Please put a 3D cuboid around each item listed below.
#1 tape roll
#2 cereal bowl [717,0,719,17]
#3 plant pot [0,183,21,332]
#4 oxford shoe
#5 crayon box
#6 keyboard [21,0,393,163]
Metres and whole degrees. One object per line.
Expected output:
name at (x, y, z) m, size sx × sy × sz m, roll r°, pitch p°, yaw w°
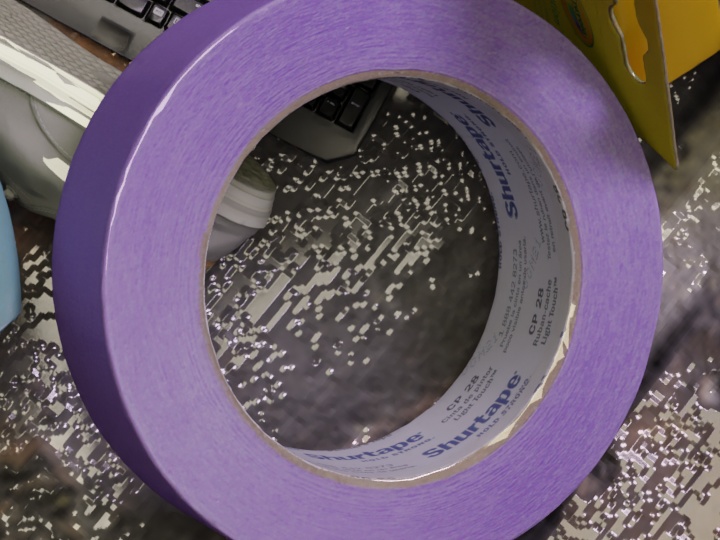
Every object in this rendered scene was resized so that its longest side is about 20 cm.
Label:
tape roll at (0.000, 0.000, 0.912) m, size 0.199 × 0.066 × 0.201 m, roll -3°, pitch 97°, yaw -22°
cereal bowl at (0.191, -0.145, 0.984) m, size 0.199 × 0.083 × 0.201 m, roll 2°, pitch 74°, yaw -8°
plant pot at (-0.207, -0.010, 0.882) m, size 0.200 × 0.201 × 0.161 m, roll -39°, pitch 96°, yaw -11°
oxford shoe at (-0.124, -0.059, 0.959) m, size 0.200 × 0.075 × 0.058 m, roll 34°, pitch 106°, yaw 5°
crayon box at (0.060, -0.141, 0.920) m, size 0.051 × 0.127 × 0.200 m, roll -33°, pitch 56°, yaw -10°
keyboard at (-0.068, -0.129, 0.990) m, size 0.199 × 0.040 × 0.104 m, roll 28°, pitch 78°, yaw 2°
